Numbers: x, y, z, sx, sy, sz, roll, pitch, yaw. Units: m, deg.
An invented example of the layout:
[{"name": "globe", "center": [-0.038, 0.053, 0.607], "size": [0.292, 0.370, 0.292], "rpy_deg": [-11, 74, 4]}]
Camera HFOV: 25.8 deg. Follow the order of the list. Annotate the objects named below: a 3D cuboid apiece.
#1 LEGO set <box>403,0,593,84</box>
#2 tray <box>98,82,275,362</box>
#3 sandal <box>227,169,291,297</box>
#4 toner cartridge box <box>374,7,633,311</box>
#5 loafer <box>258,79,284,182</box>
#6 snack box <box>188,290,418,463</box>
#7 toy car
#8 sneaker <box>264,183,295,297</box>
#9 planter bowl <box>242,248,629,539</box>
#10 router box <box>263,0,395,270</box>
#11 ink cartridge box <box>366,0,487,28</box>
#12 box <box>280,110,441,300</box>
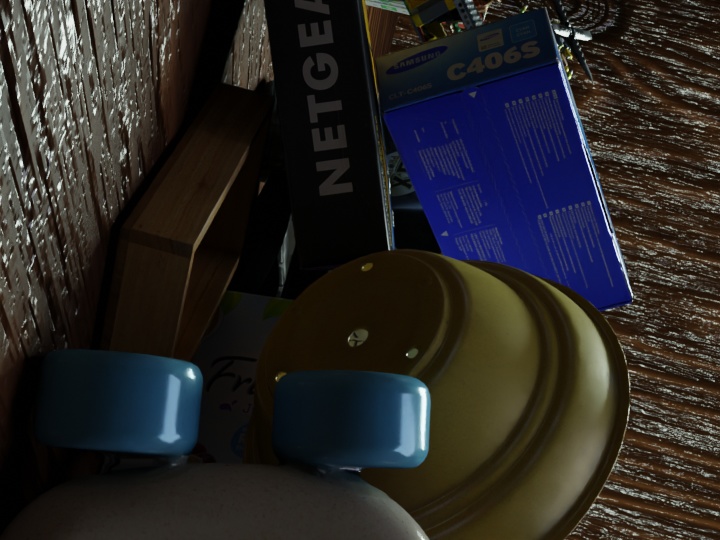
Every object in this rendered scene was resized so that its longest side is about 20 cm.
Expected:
[{"name": "LEGO set", "center": [0.085, -0.188, 0.919], "size": [0.201, 0.115, 0.154], "rpy_deg": [67, 19, 4]}, {"name": "tray", "center": [-0.084, -0.012, 0.767], "size": [0.200, 0.037, 0.099], "rpy_deg": [-75, 179, -65]}, {"name": "sandal", "center": [-0.067, 0.018, 0.935], "size": [0.200, 0.045, 0.075], "rpy_deg": [126, -25, -48]}, {"name": "toner cartridge box", "center": [0.083, -0.046, 0.862], "size": [0.200, 0.094, 0.043], "rpy_deg": [64, 14, -47]}, {"name": "loafer", "center": [-0.038, -0.093, 1.115], "size": [0.200, 0.072, 0.073], "rpy_deg": [-65, 171, -80]}, {"name": "snack box", "center": [-0.023, 0.089, 0.819], "size": [0.053, 0.199, 0.143], "rpy_deg": [82, 19, -54]}, {"name": "toy car", "center": [-0.068, 0.135, 0.648], "size": [0.200, 0.176, 0.186], "rpy_deg": [155, -61, -75]}, {"name": "sneaker", "center": [-0.066, 0.024, 1.230], "size": [0.090, 0.078, 0.201], "rpy_deg": [117, -9, -65]}, {"name": "planter bowl", "center": [0.014, 0.052, 0.713], "size": [0.084, 0.199, 0.201], "rpy_deg": [55, 38, -39]}, {"name": "router box", "center": [-0.017, -0.101, 0.835], "size": [0.149, 0.051, 0.202], "rpy_deg": [-42, 124, -87]}, {"name": "ink cartridge box", "center": [0.053, -0.193, 1.050], "size": [0.109, 0.199, 0.051], "rpy_deg": [-62, 167, -85]}, {"name": "box", "center": [0.000, 0.000, 0.996], "size": [0.164, 0.086, 0.201], "rpy_deg": [-97, -157, -88]}]
